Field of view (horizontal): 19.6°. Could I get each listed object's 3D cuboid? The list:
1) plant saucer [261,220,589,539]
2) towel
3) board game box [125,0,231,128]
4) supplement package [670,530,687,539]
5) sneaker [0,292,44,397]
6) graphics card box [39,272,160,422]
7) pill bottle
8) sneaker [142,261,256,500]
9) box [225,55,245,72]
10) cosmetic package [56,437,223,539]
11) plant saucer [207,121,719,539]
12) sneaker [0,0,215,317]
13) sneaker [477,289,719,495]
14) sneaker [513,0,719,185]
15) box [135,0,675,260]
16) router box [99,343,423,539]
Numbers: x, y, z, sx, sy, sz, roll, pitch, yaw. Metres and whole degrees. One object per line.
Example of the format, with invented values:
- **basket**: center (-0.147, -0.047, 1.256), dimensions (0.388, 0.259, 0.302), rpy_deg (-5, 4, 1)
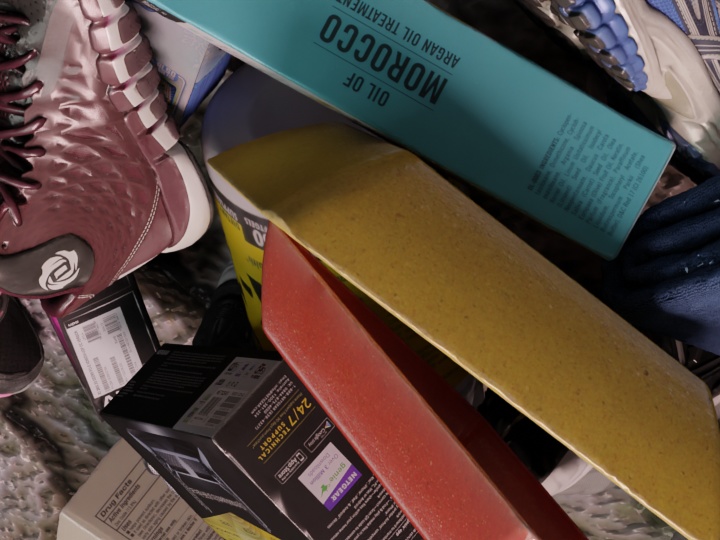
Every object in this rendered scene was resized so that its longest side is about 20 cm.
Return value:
- **plant saucer**: center (0.046, 0.090, 0.834), dimensions (0.200, 0.037, 0.200), rpy_deg (50, -176, 41)
- **towel**: center (0.193, 0.012, 0.771), dimensions (0.199, 0.049, 0.111), rpy_deg (18, 156, -33)
- **board game box**: center (-0.123, -0.178, 0.839), dimensions (0.199, 0.043, 0.199), rpy_deg (35, 147, 3)
- **supplement package**: center (0.207, 0.176, 0.933), dimensions (0.111, 0.156, 0.200), rpy_deg (41, 147, -6)
- **sneaker**: center (-0.253, -0.006, 1.247), dimensions (0.095, 0.079, 0.200), rpy_deg (-23, 116, 41)
- **graphics card box**: center (-0.161, -0.033, 1.086), dimensions (0.126, 0.051, 0.201), rpy_deg (55, 167, 45)
- **pill bottle**: center (0.000, 0.000, 0.960), dimensions (0.114, 0.114, 0.201), rpy_deg (18, 142, 28)
- **sneaker**: center (-0.059, 0.095, 1.132), dimensions (0.075, 0.114, 0.201), rpy_deg (17, 141, 30)
- **box**: center (-0.116, -0.195, 0.896), dimensions (0.158, 0.048, 0.201), rpy_deg (24, 144, 22)
- **cosmetic package**: center (-0.079, 0.185, 1.273), dimensions (0.199, 0.103, 0.087), rpy_deg (34, 146, 9)
- **plant saucer**: center (0.044, 0.010, 0.774), dimensions (0.200, 0.049, 0.200), rpy_deg (38, 180, -13)
- **sneaker**: center (-0.140, -0.058, 0.844), dimensions (0.075, 0.115, 0.201), rpy_deg (26, 150, 47)
- **sneaker**: center (0.134, 0.047, 0.940), dimensions (0.079, 0.075, 0.200), rpy_deg (7, 151, -35)
- **sneaker**: center (0.132, -0.085, 0.764), dimensions (0.077, 0.085, 0.200), rpy_deg (41, 180, 42)
- **box**: center (0.011, -0.075, 0.757), dimensions (0.199, 0.049, 0.082), rpy_deg (29, -178, -11)
- **router box**: center (-0.028, 0.107, 0.961), dimensions (0.157, 0.052, 0.200), rpy_deg (47, 165, -15)
